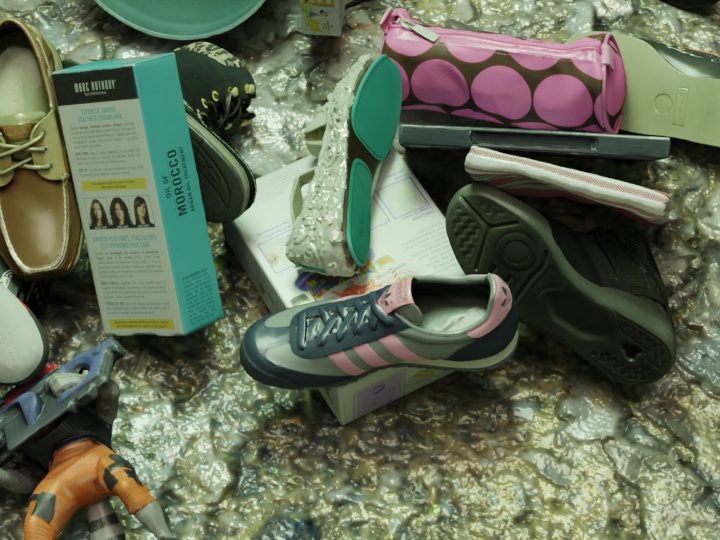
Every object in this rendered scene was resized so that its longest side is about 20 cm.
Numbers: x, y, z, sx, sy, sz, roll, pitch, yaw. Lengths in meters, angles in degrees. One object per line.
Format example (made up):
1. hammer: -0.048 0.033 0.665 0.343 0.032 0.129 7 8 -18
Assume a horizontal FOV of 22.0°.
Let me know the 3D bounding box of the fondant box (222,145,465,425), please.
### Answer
1. fondant box: 0.000 0.000 1.402 0.144 0.058 0.200 -25 58 -15

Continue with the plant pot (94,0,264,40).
1. plant pot: -0.140 -0.312 1.556 0.200 0.201 0.134 12 30 9

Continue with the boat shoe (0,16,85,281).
1. boat shoe: -0.251 -0.093 1.363 0.075 0.074 0.201 -12 73 -1

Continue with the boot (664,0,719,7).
1. boot: 0.283 -0.330 1.620 0.174 0.069 0.200 -39 61 -23

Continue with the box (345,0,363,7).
1. box: 0.036 -0.305 1.626 0.199 0.035 0.110 -24 59 -15

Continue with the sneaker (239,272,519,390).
1. sneaker: 0.011 0.032 1.295 0.199 0.082 0.070 -8 57 0

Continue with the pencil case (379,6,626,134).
1. pencil case: 0.112 -0.161 1.475 0.199 0.094 0.091 8 48 15

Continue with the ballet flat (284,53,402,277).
1. ballet flat: -0.018 -0.082 1.388 0.071 0.072 0.200 8 55 6

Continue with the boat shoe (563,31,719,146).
1. boat shoe: 0.255 -0.144 1.499 0.201 0.074 0.063 20 19 27

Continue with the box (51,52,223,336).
1. box: -0.162 -0.054 1.354 0.082 0.201 0.049 -1 15 35

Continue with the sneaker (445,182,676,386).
1. sneaker: 0.149 -0.006 1.365 0.199 0.076 0.114 33 29 -9

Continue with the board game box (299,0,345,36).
1. board game box: -0.023 -0.314 1.530 0.034 0.135 0.201 5 57 4

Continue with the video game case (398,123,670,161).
1. video game case: 0.131 -0.098 1.429 0.199 0.143 0.019 2 93 3

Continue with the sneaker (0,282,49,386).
1. sneaker: -0.299 0.005 1.251 0.067 0.108 0.201 -45 91 -1

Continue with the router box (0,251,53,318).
1. router box: -0.307 -0.031 1.424 0.149 0.062 0.200 9 56 9

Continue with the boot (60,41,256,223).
1. boot: -0.122 -0.117 1.438 0.203 0.074 0.154 34 33 27

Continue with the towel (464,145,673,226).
1. towel: 0.158 -0.058 1.372 0.146 0.200 0.030 14 93 10

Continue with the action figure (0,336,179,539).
1. action figure: -0.222 0.151 1.301 0.200 0.105 0.194 -30 49 11
